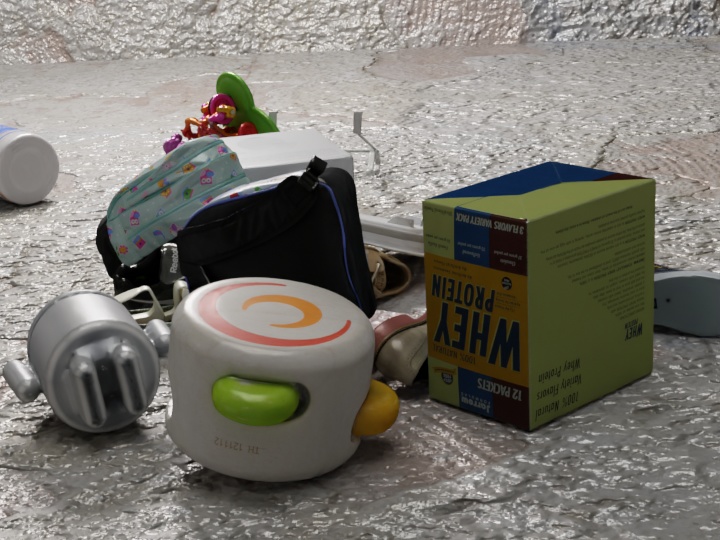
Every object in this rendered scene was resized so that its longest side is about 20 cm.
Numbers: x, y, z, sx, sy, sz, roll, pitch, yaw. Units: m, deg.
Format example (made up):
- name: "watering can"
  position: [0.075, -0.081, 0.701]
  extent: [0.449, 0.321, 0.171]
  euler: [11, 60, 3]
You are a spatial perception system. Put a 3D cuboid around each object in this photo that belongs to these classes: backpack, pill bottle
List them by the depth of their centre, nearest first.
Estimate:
- name: "backpack"
  position: [-0.086, -0.014, 1.515]
  extent: [0.189, 0.202, 0.154]
  euler: [-8, 8, 15]
- name: "backpack"
  position: [-0.226, -0.078, 1.828]
  extent: [0.199, 0.127, 0.167]
  euler: [-31, 6, 31]
- name: "pill bottle"
  position: [-0.571, -0.174, 2.320]
  extent: [0.111, 0.113, 0.199]
  euler: [-16, 22, -36]

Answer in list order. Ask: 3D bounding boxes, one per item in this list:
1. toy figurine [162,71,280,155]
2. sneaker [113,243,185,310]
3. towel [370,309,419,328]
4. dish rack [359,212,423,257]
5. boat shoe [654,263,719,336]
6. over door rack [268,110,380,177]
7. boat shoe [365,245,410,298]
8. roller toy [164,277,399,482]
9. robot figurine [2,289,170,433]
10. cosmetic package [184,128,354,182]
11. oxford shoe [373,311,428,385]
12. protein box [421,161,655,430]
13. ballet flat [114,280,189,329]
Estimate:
- name: "toy figurine"
  position: [-0.226, -0.168, 2.163]
  extent: [0.184, 0.201, 0.150]
  euler: [-33, 20, -35]
- name: "sneaker"
  position: [-0.191, 0.007, 1.659]
  extent: [0.198, 0.091, 0.067]
  euler: [-13, 52, 3]
- name: "towel"
  position: [-0.056, 0.076, 1.567]
  extent: [0.190, 0.033, 0.200]
  euler: [9, 22, 33]
- name: "dish rack"
  position: [0.000, -0.059, 1.850]
  extent: [0.198, 0.044, 0.172]
  euler: [12, 5, 9]
- name: "boat shoe"
  position: [0.336, 0.020, 1.604]
  extent: [0.198, 0.071, 0.091]
  euler: [2, 22, 22]
- name: "over door rack"
  position: [-0.055, -0.185, 2.261]
  extent: [0.146, 0.067, 0.200]
  euler: [1, -15, 10]
- name: "boat shoe"
  position: [0.000, 0.000, 1.687]
  extent: [0.064, 0.072, 0.200]
  euler: [14, 8, 23]
- name: "roller toy"
  position: [-0.081, 0.100, 1.310]
  extent: [0.199, 0.141, 0.182]
  euler: [-13, 30, -41]
- name: "robot figurine"
  position: [-0.263, 0.086, 1.428]
  extent: [0.168, 0.114, 0.200]
  euler: [-13, 20, -18]
- name: "cosmetic package"
  position: [-0.127, -0.111, 2.021]
  extent: [0.198, 0.124, 0.200]
  euler: [-7, 16, -14]
- name: "oxford shoe"
  position: [0.086, 0.079, 1.509]
  extent: [0.075, 0.071, 0.199]
  euler: [39, 37, 27]
- name: "protein box"
  position: [0.175, 0.018, 1.423]
  extent: [0.198, 0.202, 0.134]
  euler: [-18, 23, -40]
- name: "ballet flat"
  position: [-0.220, 0.050, 1.607]
  extent: [0.198, 0.072, 0.069]
  euler: [-8, 17, -18]
